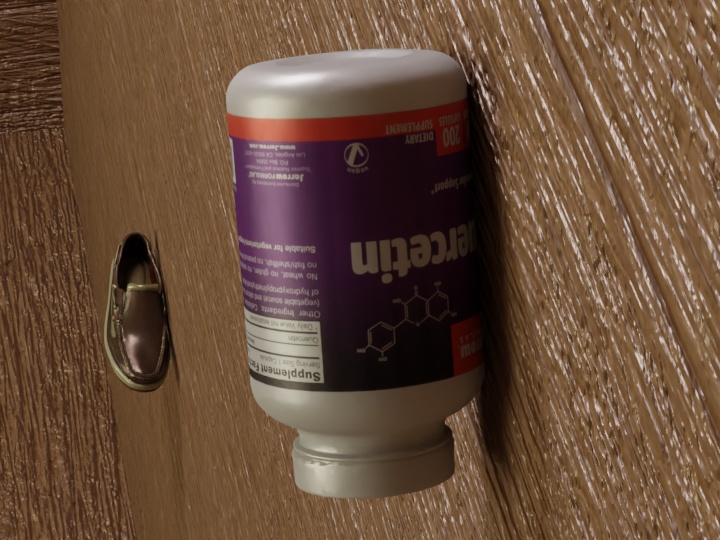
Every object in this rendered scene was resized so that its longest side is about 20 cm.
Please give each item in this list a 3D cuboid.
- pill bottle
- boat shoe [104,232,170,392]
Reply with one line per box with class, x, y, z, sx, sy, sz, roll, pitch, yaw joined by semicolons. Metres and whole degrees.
pill bottle;0.000;0.000;1.072;0.112;0.112;0.200;-140;44;-75
boat shoe;-0.258;0.043;2.631;0.075;0.075;0.202;105;157;-49
